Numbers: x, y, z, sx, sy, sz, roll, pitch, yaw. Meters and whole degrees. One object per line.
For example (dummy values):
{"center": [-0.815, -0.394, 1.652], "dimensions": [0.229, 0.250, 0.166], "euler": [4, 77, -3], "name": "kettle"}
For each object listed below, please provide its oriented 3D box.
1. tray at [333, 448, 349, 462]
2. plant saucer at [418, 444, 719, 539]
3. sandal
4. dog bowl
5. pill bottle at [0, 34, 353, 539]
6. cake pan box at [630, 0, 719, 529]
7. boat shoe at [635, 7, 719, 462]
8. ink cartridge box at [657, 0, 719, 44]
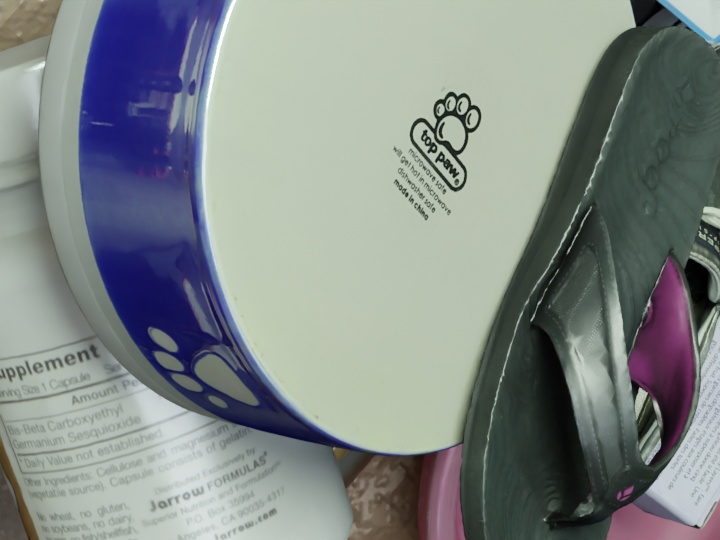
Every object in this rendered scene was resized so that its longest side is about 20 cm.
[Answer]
{"center": [0.000, 0.000, 0.896], "dimensions": [0.200, 0.037, 0.099], "euler": [-41, 113, -6], "name": "tray"}
{"center": [0.113, 0.084, 0.946], "dimensions": [0.199, 0.051, 0.202], "euler": [-6, 108, -20], "name": "plant saucer"}
{"center": [0.082, 0.017, 0.723], "dimensions": [0.075, 0.048, 0.202], "euler": [22, 81, -44], "name": "sandal"}
{"center": [0.000, -0.044, 0.722], "dimensions": [0.199, 0.079, 0.202], "euler": [-10, 104, -43], "name": "dog bowl"}
{"center": [-0.084, 0.018, 0.793], "dimensions": [0.114, 0.114, 0.201], "euler": [-21, 103, -13], "name": "pill bottle"}
{"center": [0.101, -0.027, 0.863], "dimensions": [0.184, 0.052, 0.201], "euler": [35, 80, -15], "name": "cake pan box"}
{"center": [0.109, -0.003, 0.802], "dimensions": [0.072, 0.071, 0.201], "euler": [21, 83, -18], "name": "boat shoe"}
{"center": [0.115, -0.185, 0.827], "dimensions": [0.116, 0.200, 0.068], "euler": [38, 124, -16], "name": "ink cartridge box"}
